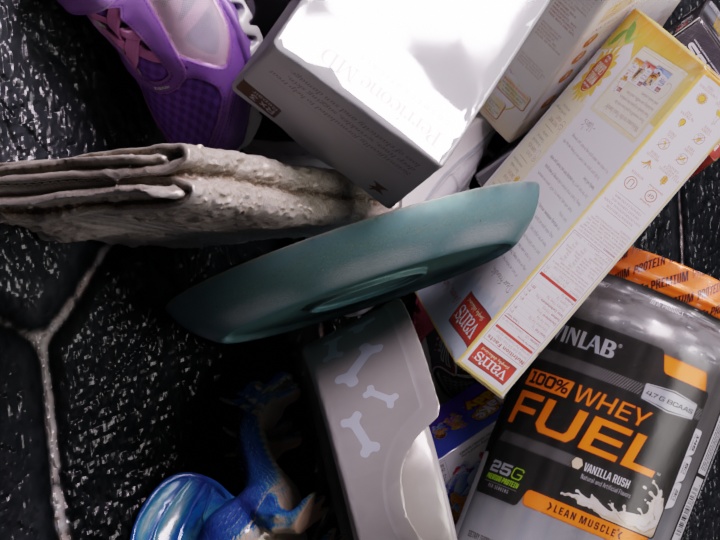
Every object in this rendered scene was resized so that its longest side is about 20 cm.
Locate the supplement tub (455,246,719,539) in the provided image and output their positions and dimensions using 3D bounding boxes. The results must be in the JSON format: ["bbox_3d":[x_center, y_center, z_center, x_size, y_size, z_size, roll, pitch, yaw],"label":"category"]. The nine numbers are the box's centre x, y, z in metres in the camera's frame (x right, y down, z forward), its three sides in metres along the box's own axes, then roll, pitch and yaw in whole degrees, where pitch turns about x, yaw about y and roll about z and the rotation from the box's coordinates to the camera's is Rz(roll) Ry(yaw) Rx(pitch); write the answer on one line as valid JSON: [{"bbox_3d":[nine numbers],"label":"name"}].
[{"bbox_3d":[0.138,0.092,1.440,0.122,0.122,0.201,26,83,-56],"label":"supplement tub"}]

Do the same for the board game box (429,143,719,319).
[{"bbox_3d":[0.133,-0.033,1.460,0.019,0.200,0.103,53,31,-4],"label":"board game box"}]

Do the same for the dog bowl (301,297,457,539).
[{"bbox_3d":[0.017,0.118,1.344,0.200,0.058,0.201,166,-90,-85],"label":"dog bowl"}]

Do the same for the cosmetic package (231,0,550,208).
[{"bbox_3d":[0.037,-0.141,1.229,0.102,0.074,0.200,35,66,-8],"label":"cosmetic package"}]

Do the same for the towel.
[{"bbox_3d":[-0.081,-0.032,1.231,0.200,0.132,0.035,5,82,-58],"label":"towel"}]

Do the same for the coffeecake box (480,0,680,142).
[{"bbox_3d":[0.143,-0.184,1.440,0.073,0.200,0.153,46,53,10],"label":"coffeecake box"}]

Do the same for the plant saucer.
[{"bbox_3d":[0.000,0.000,1.303,0.200,0.200,0.028,-10,80,-58],"label":"plant saucer"}]

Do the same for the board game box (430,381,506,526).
[{"bbox_3d":[0.089,0.133,1.526,0.200,0.045,0.135,-32,122,-25],"label":"board game box"}]

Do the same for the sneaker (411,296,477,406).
[{"bbox_3d":[0.091,0.059,1.575,0.200,0.074,0.081,39,59,-51],"label":"sneaker"}]

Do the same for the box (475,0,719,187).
[{"bbox_3d":[0.155,-0.094,1.539,0.048,0.158,0.200,55,13,-2],"label":"box"}]

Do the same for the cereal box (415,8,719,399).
[{"bbox_3d":[0.111,-0.039,1.371,0.039,0.144,0.200,37,100,-19],"label":"cereal box"}]

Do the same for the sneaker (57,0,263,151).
[{"bbox_3d":[-0.111,-0.138,1.238,0.088,0.080,0.201,-38,118,-44],"label":"sneaker"}]

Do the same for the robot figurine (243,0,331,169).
[{"bbox_3d":[-0.018,-0.132,1.336,0.150,0.124,0.201,-42,126,-43],"label":"robot figurine"}]

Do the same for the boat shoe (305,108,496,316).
[{"bbox_3d":[0.031,-0.049,1.484,0.200,0.072,0.069,-60,155,-44],"label":"boat shoe"}]

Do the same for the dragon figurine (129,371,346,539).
[{"bbox_3d":[-0.077,0.142,1.313,0.200,0.099,0.059,-49,136,-21],"label":"dragon figurine"}]
